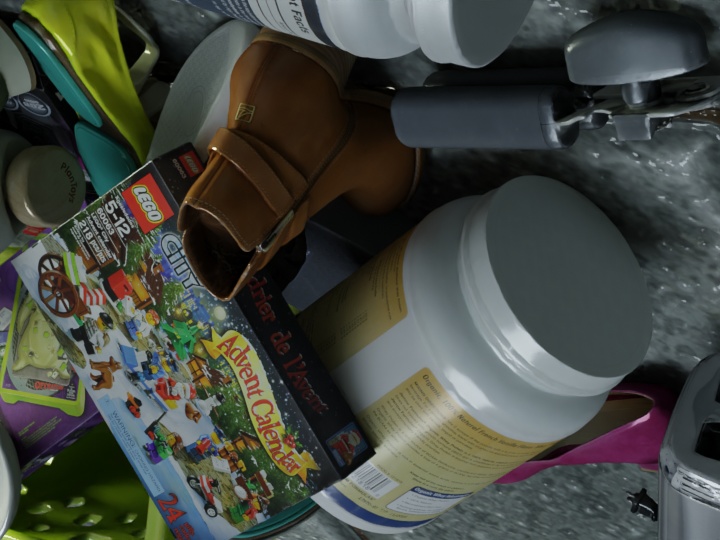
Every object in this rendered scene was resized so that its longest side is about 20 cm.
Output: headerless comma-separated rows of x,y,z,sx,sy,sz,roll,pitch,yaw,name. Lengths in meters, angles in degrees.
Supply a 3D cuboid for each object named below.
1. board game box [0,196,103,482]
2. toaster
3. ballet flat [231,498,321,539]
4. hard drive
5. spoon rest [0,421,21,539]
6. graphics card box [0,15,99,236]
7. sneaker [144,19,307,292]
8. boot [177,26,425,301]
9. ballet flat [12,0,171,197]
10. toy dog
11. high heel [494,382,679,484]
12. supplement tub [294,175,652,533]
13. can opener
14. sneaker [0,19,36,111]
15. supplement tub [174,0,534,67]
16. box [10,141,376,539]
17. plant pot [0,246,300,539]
-0.208,0.055,1.477,0.200,0.032,0.121,-35,76,32,board game box
0.248,0.124,1.349,0.199,0.114,0.130,17,151,20,toaster
-0.028,0.111,1.513,0.067,0.200,0.064,46,161,3,ballet flat
0.000,0.000,1.446,0.199,0.043,0.135,29,157,-3,hard drive
-0.253,0.078,1.459,0.099,0.202,0.060,1,-178,36,spoon rest
-0.197,-0.083,1.479,0.125,0.051,0.200,15,152,28,graphics card box
-0.068,-0.052,1.334,0.098,0.071,0.201,12,123,-21,sneaker
-0.037,-0.046,1.251,0.073,0.155,0.200,15,153,25,boot
-0.139,-0.099,1.362,0.067,0.067,0.201,35,160,34,ballet flat
-0.254,-0.035,1.376,0.131,0.200,0.097,-15,116,31,toy dog
0.115,0.096,1.475,0.199,0.068,0.096,8,160,28,high heel
0.053,0.047,1.307,0.144,0.145,0.200,36,134,-19,supplement tub
0.096,-0.097,1.160,0.199,0.053,0.067,3,115,44,can opener
-0.279,-0.152,1.309,0.200,0.090,0.067,47,160,2,sneaker
-0.025,-0.172,1.001,0.199,0.141,0.141,18,155,21,supplement tub
-0.095,0.047,1.296,0.136,0.038,0.201,-31,90,40,box
-0.148,0.089,1.563,0.198,0.202,0.181,11,-172,34,plant pot
